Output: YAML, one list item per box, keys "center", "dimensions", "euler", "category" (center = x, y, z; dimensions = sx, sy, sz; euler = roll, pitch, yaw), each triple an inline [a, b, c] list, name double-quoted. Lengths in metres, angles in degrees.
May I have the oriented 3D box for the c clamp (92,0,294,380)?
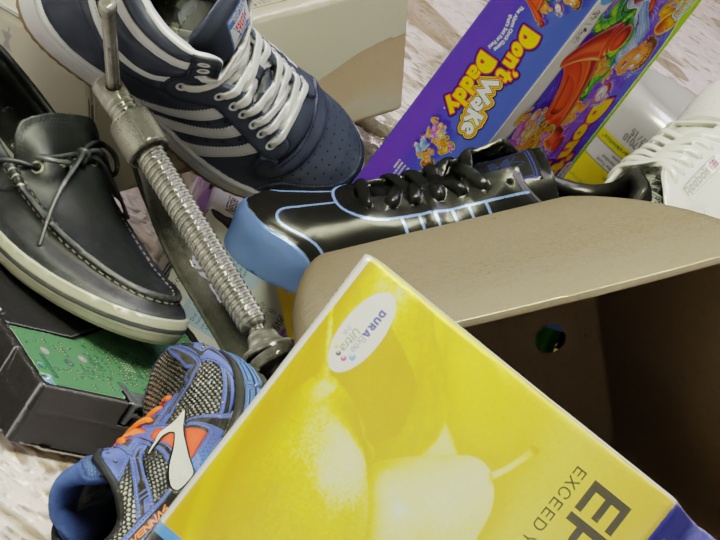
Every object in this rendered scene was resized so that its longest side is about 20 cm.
- center: [-0.071, -0.002, 1.163]
  dimensions: [0.201, 0.027, 0.171]
  euler: [59, -13, 18]
  category: "c clamp"

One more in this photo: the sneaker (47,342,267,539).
- center: [-0.085, 0.088, 1.046]
  dimensions: [0.078, 0.076, 0.200]
  euler: [21, 28, -11]
  category: "sneaker"

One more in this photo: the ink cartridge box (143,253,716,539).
- center: [0.020, 0.133, 0.938]
  dimensions: [0.200, 0.198, 0.047]
  euler: [38, -3, 9]
  category: "ink cartridge box"

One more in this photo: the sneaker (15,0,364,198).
- center: [-0.056, -0.094, 1.208]
  dimensions: [0.200, 0.070, 0.108]
  euler: [32, -24, -29]
  category: "sneaker"

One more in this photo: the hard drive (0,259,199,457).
- center: [-0.146, 0.015, 1.203]
  dimensions: [0.139, 0.038, 0.200]
  euler: [15, 26, -46]
  category: "hard drive"

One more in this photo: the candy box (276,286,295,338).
- center: [0.000, 0.000, 1.293]
  dimensions: [0.102, 0.026, 0.200]
  euler: [24, 24, -22]
  category: "candy box"

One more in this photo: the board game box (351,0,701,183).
- center: [0.080, -0.084, 1.278]
  dimensions: [0.045, 0.200, 0.134]
  euler: [44, 21, 18]
  category: "board game box"

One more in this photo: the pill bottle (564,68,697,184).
- center: [0.135, -0.015, 1.515]
  dimensions: [0.109, 0.200, 0.109]
  euler: [31, 18, -11]
  category: "pill bottle"

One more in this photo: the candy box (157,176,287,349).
- center: [-0.009, 0.019, 1.382]
  dimensions: [0.199, 0.072, 0.168]
  euler: [32, 19, -9]
  category: "candy box"

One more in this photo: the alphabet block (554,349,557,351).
- center: [0.238, 0.090, 1.362]
  dimensions: [0.197, 0.195, 0.200]
  euler: [57, 2, -39]
  category: "alphabet block"

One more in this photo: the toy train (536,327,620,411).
- center: [0.125, 0.048, 1.230]
  dimensions: [0.199, 0.042, 0.056]
  euler: [24, 21, 18]
  category: "toy train"

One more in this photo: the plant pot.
- center: [0.068, 0.072, 1.102]
  dimensions: [0.199, 0.201, 0.177]
  euler: [-13, 23, -9]
  category: "plant pot"

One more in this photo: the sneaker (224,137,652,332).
- center: [0.039, -0.025, 1.195]
  dimensions: [0.199, 0.078, 0.070]
  euler: [7, 27, -18]
  category: "sneaker"

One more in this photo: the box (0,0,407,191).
- center: [-0.080, -0.110, 1.328]
  dimensions: [0.199, 0.078, 0.095]
  euler: [-18, 35, -33]
  category: "box"

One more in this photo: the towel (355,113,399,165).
- center: [-0.022, -0.064, 1.472]
  dimensions: [0.199, 0.035, 0.133]
  euler: [26, -25, 3]
  category: "towel"

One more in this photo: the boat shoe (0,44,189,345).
- center: [-0.145, -0.041, 1.190]
  dimensions: [0.200, 0.062, 0.074]
  euler: [46, 19, 26]
  category: "boat shoe"

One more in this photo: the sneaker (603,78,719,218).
- center: [0.165, -0.038, 1.325]
  dimensions: [0.081, 0.076, 0.200]
  euler: [56, 46, -33]
  category: "sneaker"
